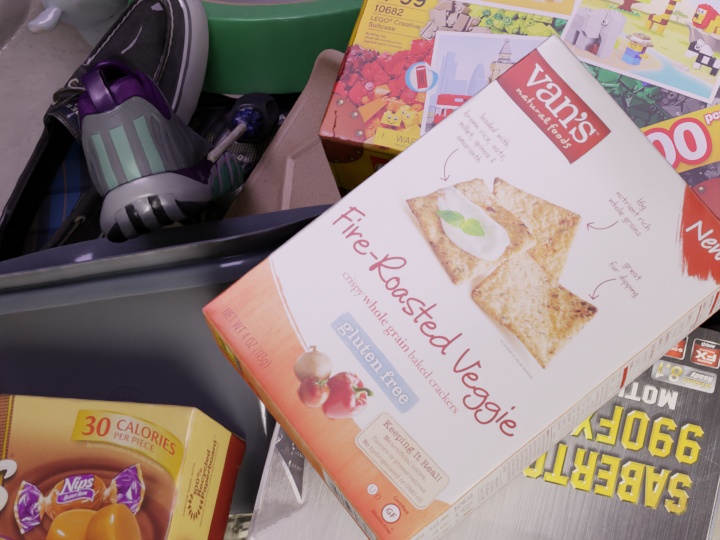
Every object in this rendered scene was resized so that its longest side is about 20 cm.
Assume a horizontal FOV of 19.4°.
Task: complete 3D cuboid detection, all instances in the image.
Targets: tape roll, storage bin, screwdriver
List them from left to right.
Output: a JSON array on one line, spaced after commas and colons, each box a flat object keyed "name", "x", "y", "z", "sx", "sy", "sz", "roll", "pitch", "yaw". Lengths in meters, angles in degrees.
[{"name": "storage bin", "x": -0.089, "y": 0.048, "z": 1.052, "sx": 0.198, "sy": 0.136, "sz": 0.145, "roll": -7, "pitch": 7, "yaw": 30}, {"name": "screwdriver", "x": -0.061, "y": -0.075, "z": 1.112, "sx": 0.029, "sy": 0.028, "sz": 0.200, "roll": -25, "pitch": 8, "yaw": 4}, {"name": "tape roll", "x": -0.042, "y": -0.162, "z": 1.292, "sx": 0.198, "sy": 0.049, "sz": 0.201, "roll": -4, "pitch": 23, "yaw": 2}]

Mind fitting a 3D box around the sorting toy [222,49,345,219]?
[{"name": "sorting toy", "x": 0.000, "y": 0.000, "z": 1.110, "sx": 0.184, "sy": 0.036, "sz": 0.201, "roll": 26, "pitch": 85, "yaw": 36}]

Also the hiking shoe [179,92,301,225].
[{"name": "hiking shoe", "x": -0.092, "y": -0.057, "z": 1.232, "sx": 0.198, "sy": 0.076, "sz": 0.101, "roll": -11, "pitch": 39, "yaw": 11}]

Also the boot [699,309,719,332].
[{"name": "boot", "x": 0.220, "y": 0.013, "z": 1.029, "sx": 0.198, "sy": 0.073, "sz": 0.151, "roll": -19, "pitch": 43, "yaw": 14}]

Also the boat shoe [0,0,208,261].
[{"name": "boat shoe", "x": -0.155, "y": -0.076, "z": 1.198, "sx": 0.070, "sy": 0.066, "sz": 0.201, "roll": 35, "pitch": 100, "yaw": 27}]

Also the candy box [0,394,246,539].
[{"name": "candy box", "x": -0.160, "y": 0.120, "z": 0.978, "sx": 0.198, "sy": 0.056, "sz": 0.118, "roll": 3, "pitch": 69, "yaw": 26}]

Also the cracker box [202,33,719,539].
[{"name": "cracker box", "x": 0.050, "y": 0.013, "z": 0.908, "sx": 0.199, "sy": 0.058, "sz": 0.134, "roll": -38, "pitch": 75, "yaw": -8}]

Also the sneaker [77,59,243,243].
[{"name": "sneaker", "x": -0.108, "y": -0.071, "z": 1.100, "sx": 0.074, "sy": 0.088, "sz": 0.200, "roll": -20, "pitch": 6, "yaw": -1}]

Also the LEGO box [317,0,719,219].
[{"name": "LEGO box", "x": 0.098, "y": -0.092, "z": 1.026, "sx": 0.198, "sy": 0.077, "sz": 0.150, "roll": 12, "pitch": 69, "yaw": 15}]

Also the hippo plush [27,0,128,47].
[{"name": "hippo plush", "x": -0.173, "y": -0.234, "z": 1.385, "sx": 0.159, "sy": 0.200, "sz": 0.161, "roll": -45, "pitch": 50, "yaw": 6}]

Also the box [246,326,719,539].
[{"name": "box", "x": 0.061, "y": 0.088, "z": 0.941, "sx": 0.198, "sy": 0.048, "sz": 0.160, "roll": 14, "pitch": 74, "yaw": 8}]
